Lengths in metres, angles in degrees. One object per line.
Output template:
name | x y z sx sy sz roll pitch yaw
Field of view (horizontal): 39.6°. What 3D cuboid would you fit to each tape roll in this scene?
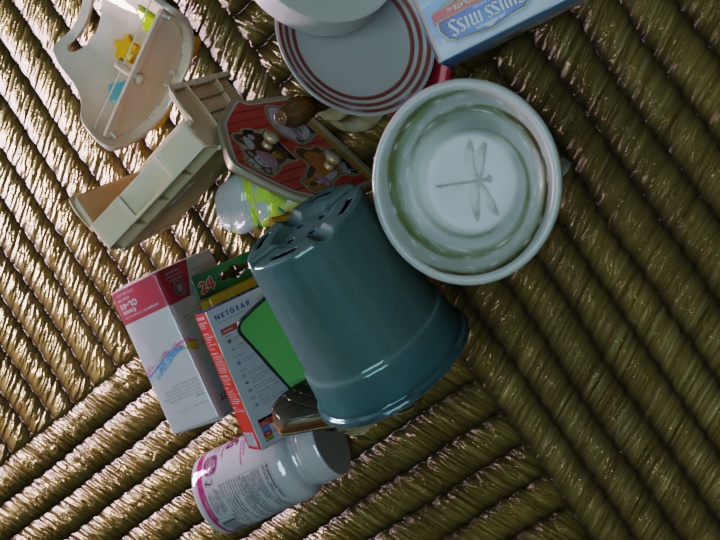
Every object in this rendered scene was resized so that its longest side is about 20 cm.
tape roll | -0.049 -0.366 1.128 0.205 0.201 0.037 56 155 0

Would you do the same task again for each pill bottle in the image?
pill bottle | -0.118 0.264 1.335 0.198 0.113 0.115 -28 92 21

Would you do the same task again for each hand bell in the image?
hand bell | -0.049 -0.196 1.162 0.102 0.200 0.106 8 110 22

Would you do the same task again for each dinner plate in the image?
dinner plate | -0.007 -0.271 1.153 0.202 0.199 0.024 57 154 -1

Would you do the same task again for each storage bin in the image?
storage bin | -0.236 -0.136 1.245 0.199 0.199 0.094 -42 91 22

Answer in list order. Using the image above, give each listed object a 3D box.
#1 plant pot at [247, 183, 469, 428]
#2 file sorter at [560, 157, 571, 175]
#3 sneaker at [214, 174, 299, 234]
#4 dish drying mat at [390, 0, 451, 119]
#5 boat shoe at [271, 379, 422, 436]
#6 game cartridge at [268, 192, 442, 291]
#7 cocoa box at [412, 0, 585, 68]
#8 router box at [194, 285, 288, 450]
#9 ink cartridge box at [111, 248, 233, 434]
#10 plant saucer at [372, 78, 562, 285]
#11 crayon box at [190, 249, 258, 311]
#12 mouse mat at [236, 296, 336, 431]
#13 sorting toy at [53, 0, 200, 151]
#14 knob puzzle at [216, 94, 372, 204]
plant pot | -0.013 0.028 1.089 0.198 0.201 0.198 -25 111 21
file sorter | 0.136 -0.096 1.130 0.124 0.199 0.140 40 111 11
sneaker | -0.103 -0.093 1.280 0.198 0.104 0.078 -8 91 51
dish drying mat | 0.076 -0.279 1.206 0.075 0.018 0.205 6 104 17
boat shoe | -0.007 0.163 1.196 0.196 0.076 0.075 -16 118 -16
game cartridge | 0.000 0.000 1.227 0.196 0.032 0.180 -15 99 -14
cocoa box | 0.153 -0.325 1.097 0.197 0.133 0.133 -24 94 13
router box | -0.082 0.097 1.254 0.049 0.197 0.183 -14 99 63
ink cartridge box | -0.222 0.091 1.315 0.084 0.147 0.204 -20 94 23
plant saucer | 0.109 -0.089 1.007 0.196 0.050 0.205 3 98 23
crayon box | -0.124 0.076 1.292 0.051 0.125 0.203 -15 100 64
mouse mat | -0.035 0.081 1.203 0.160 0.008 0.201 -41 117 -4
sorting toy | -0.318 -0.291 1.299 0.179 0.106 0.202 37 111 15
knob puzzle | -0.083 -0.146 1.176 0.218 0.219 0.031 38 123 7
